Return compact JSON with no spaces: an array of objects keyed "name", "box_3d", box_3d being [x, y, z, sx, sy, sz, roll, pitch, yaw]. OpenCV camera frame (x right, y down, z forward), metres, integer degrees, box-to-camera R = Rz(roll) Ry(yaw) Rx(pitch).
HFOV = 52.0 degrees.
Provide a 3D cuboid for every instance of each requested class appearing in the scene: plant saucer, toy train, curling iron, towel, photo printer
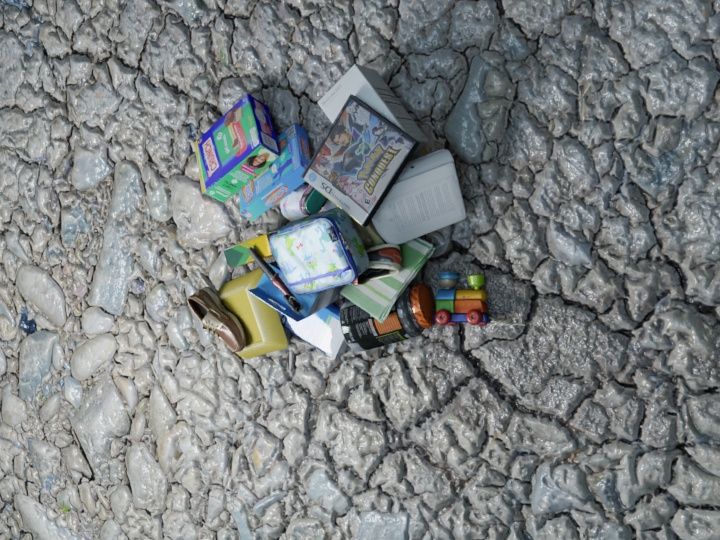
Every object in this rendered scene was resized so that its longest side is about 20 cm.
[{"name":"plant saucer","box_3d":[-0.280,0.116,1.814,0.199,0.048,0.203,-20,89,48]},{"name":"toy train","box_3d":[0.257,0.061,1.592,0.197,0.084,0.118,-2,84,24]},{"name":"curling iron","box_3d":[-0.187,0.018,1.623,0.025,0.050,0.200,-38,66,-4]},{"name":"towel","box_3d":[0.059,0.002,1.623,0.152,0.023,0.201,32,85,44]},{"name":"photo printer","box_3d":[0.113,-0.148,1.553,0.198,0.070,0.168,-21,130,2]}]

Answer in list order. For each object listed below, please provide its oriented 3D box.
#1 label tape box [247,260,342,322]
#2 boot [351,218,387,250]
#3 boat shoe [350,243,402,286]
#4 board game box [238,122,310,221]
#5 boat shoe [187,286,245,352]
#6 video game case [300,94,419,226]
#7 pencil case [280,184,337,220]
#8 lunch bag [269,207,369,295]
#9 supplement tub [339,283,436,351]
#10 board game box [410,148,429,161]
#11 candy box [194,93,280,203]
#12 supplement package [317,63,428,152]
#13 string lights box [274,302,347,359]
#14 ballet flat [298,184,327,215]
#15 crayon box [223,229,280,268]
[{"name":"label tape box","box_3d":[-0.144,0.034,1.693,0.142,0.200,0.067,30,112,16]},{"name":"boot","box_3d":[-0.049,-0.096,1.610,0.154,0.073,0.200,-25,129,19]},{"name":"boat shoe","box_3d":[0.000,0.000,1.609,0.198,0.071,0.063,-17,56,24]},{"name":"board game box","box_3d":[-0.203,-0.230,1.723,0.199,0.045,0.154,-32,47,25]},{"name":"boat shoe","box_3d":[-0.356,0.128,1.807,0.200,0.071,0.076,45,131,25]},{"name":"video game case","box_3d":[-0.004,-0.222,1.492,0.180,0.025,0.201,39,105,21]},{"name":"pencil case","box_3d":[-0.086,-0.149,1.707,0.197,0.083,0.092,11,123,22]},{"name":"lunch bag","box_3d":[-0.087,-0.036,1.565,0.198,0.082,0.162,-13,108,37]},{"name":"supplement tub","box_3d":[0.062,0.102,1.656,0.198,0.122,0.124,-17,91,25]},{"name":"board game box","box_3d":[0.063,-0.238,1.648,0.200,0.040,0.153,44,112,12]},{"name":"candy box","box_3d":[-0.296,-0.287,1.745,0.199,0.077,0.171,-36,53,25]},{"name":"supplement package","box_3d":[0.027,-0.315,1.564,0.121,0.119,0.201,-40,81,24]},{"name":"string lights box","box_3d":[-0.113,0.114,1.770,0.199,0.059,0.104,31,109,17]},{"name":"ballet flat","box_3d":[-0.073,-0.210,1.642,0.201,0.069,0.071,-52,35,-4]},{"name":"crayon box","box_3d":[-0.211,-0.058,1.722,0.199,0.126,0.051,-16,91,44]}]
